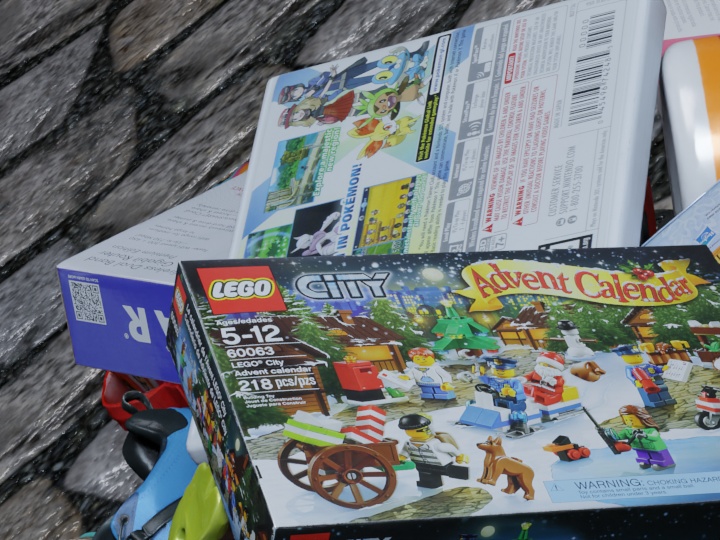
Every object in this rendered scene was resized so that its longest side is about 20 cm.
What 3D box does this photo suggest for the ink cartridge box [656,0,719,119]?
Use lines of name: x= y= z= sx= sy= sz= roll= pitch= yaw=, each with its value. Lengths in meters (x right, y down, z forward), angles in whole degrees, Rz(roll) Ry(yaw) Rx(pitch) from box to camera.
ink cartridge box: x=0.231 y=-0.095 z=1.317 sx=0.199 sy=0.083 sz=0.147 roll=-17 pitch=25 yaw=5

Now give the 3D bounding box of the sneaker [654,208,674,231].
sneaker: x=0.104 y=0.041 z=1.352 sx=0.199 sy=0.076 sz=0.114 roll=-45 pitch=20 yaw=-20

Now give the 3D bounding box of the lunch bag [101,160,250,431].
lunch bag: x=-0.072 y=0.024 z=1.662 sx=0.176 sy=0.082 sz=0.200 roll=-46 pitch=23 yaw=-13

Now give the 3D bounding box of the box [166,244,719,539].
box: x=0.046 y=0.048 z=0.995 sx=0.199 sy=0.038 sz=0.137 roll=-2 pitch=39 yaw=-19

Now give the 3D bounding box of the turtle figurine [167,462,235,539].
turtle figurine: x=0.015 y=0.111 z=1.013 sx=0.064 sy=0.161 sz=0.201 roll=-38 pitch=46 yaw=55

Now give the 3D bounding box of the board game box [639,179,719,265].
board game box: x=0.157 y=0.047 z=1.062 sx=0.200 sy=0.041 sz=0.200 roll=-41 pitch=38 yaw=10

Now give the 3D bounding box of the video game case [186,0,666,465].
video game case: x=0.028 y=-0.019 z=1.176 sx=0.182 sy=0.022 sz=0.201 roll=-12 pitch=46 yaw=26

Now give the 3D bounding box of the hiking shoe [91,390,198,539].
hiking shoe: x=-0.068 y=0.133 z=1.188 sx=0.086 sy=0.075 sz=0.200 roll=6 pitch=40 yaw=0

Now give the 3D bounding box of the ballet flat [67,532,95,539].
ballet flat: x=-0.144 y=0.175 z=1.497 sx=0.067 sy=0.068 sz=0.200 roll=-52 pitch=7 yaw=-16

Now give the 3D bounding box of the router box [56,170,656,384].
router box: x=0.000 y=0.000 z=1.299 sx=0.199 sy=0.049 sz=0.179 roll=8 pitch=25 yaw=40

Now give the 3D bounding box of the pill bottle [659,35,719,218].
pill bottle: x=0.225 y=-0.050 z=1.192 sx=0.199 sy=0.110 sz=0.110 roll=-7 pitch=27 yaw=3
